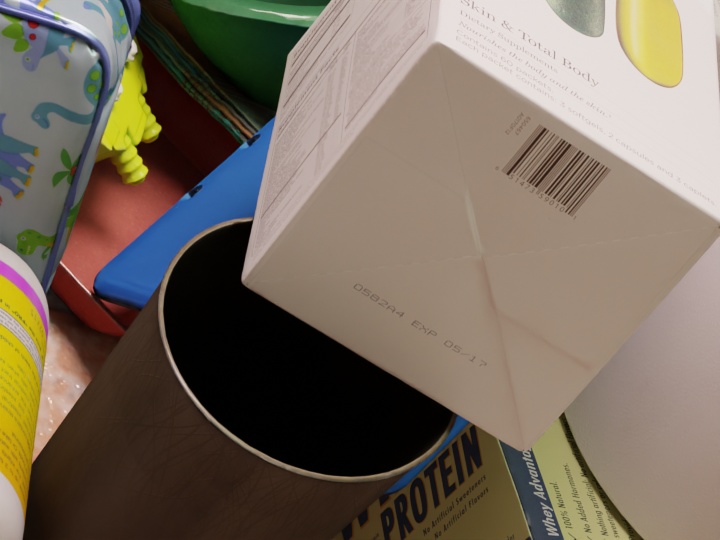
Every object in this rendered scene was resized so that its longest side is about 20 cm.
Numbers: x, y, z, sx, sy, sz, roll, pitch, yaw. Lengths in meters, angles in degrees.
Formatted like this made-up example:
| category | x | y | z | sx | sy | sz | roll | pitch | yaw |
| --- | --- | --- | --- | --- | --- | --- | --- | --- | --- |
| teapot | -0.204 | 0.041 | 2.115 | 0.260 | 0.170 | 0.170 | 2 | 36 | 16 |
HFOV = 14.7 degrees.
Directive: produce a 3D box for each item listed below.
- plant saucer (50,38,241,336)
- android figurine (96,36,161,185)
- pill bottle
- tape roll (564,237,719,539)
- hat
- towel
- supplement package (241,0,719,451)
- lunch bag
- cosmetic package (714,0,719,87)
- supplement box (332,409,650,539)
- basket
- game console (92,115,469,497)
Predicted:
| category | x | y | z | sx | sy | sz | roll | pitch | yaw |
| --- | --- | --- | --- | --- | --- | --- | --- | --- | --- |
| plant saucer | -0.148 | -0.062 | 1.491 | 0.200 | 0.037 | 0.200 | 46 | 33 | 4 |
| android figurine | -0.159 | -0.135 | 1.425 | 0.201 | 0.041 | 0.182 | 61 | 19 | -24 |
| pill bottle | -0.195 | 0.080 | 1.225 | 0.104 | 0.104 | 0.201 | 27 | 37 | -23 |
| tape roll | 0.216 | 0.055 | 1.407 | 0.202 | 0.139 | 0.203 | 29 | 35 | -23 |
| hat | -0.051 | -0.097 | 1.546 | 0.198 | 0.177 | 0.166 | 3 | 31 | -16 |
| towel | -0.078 | -0.103 | 1.567 | 0.200 | 0.022 | 0.147 | 47 | 8 | 17 |
| supplement package | 0.058 | -0.061 | 1.242 | 0.151 | 0.151 | 0.200 | 31 | 31 | -15 |
| lunch bag | -0.199 | -0.072 | 1.291 | 0.160 | 0.201 | 0.083 | 18 | 37 | -6 |
| cosmetic package | 0.153 | -0.159 | 1.793 | 0.199 | 0.165 | 0.166 | 25 | 37 | -27 |
| supplement box | 0.098 | 0.121 | 1.459 | 0.199 | 0.134 | 0.201 | 14 | 43 | -37 |
| basket | -0.076 | 0.093 | 1.250 | 0.136 | 0.200 | 0.180 | 51 | 33 | 12 |
| game console | 0.000 | 0.000 | 1.399 | 0.200 | 0.118 | 0.171 | -43 | 95 | -27 |
